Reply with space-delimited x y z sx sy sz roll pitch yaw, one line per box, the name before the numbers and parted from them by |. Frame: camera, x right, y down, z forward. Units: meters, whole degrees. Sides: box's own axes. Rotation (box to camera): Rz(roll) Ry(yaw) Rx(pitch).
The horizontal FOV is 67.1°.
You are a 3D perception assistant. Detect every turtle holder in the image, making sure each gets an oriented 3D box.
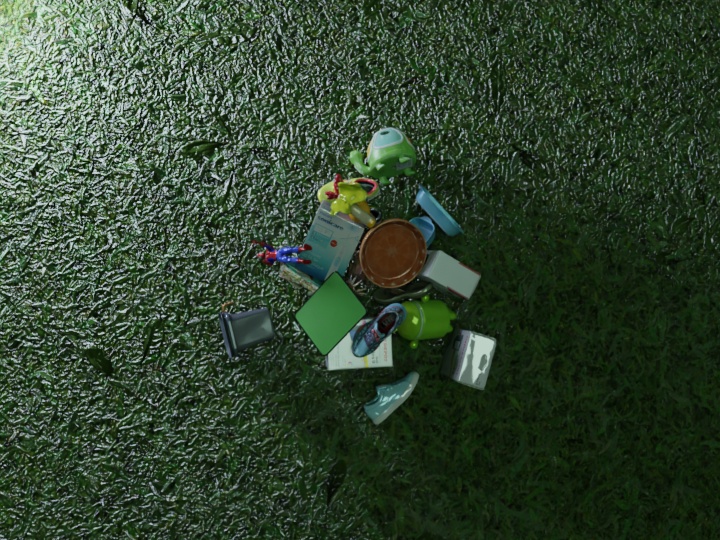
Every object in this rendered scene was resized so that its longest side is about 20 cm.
turtle holder | 0.074 -0.344 1.637 0.183 0.140 0.135 -24 70 29

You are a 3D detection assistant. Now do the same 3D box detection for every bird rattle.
bird rattle | -0.027 -0.176 1.513 0.162 0.200 0.113 39 91 -12

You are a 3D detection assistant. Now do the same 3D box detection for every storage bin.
storage bin | -0.323 0.154 1.533 0.132 0.200 0.149 -15 90 -19

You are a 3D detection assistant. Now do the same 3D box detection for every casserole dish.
casserole dish | 0.150 -0.075 1.645 0.201 0.121 0.039 -49 131 -7
casserole dish | 0.234 -0.176 1.648 0.039 0.121 0.200 -43 94 15

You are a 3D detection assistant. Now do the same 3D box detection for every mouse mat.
mouse mat | -0.088 0.125 1.563 0.200 0.007 0.162 -46 71 17

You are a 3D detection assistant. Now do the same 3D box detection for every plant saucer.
plant saucer | 0.091 -0.050 1.542 0.195 0.032 0.205 -5 112 -13

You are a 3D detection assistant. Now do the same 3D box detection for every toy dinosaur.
toy dinosaur | 0.000 0.000 1.593 0.084 0.136 0.204 18 106 5

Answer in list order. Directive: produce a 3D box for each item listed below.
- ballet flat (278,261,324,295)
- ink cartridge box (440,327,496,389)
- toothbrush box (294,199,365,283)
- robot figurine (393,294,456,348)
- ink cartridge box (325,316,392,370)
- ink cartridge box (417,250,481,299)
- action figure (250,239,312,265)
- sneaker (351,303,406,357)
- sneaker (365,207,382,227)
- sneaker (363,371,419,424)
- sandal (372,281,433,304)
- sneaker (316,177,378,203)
ballet flat | -0.158 0.035 1.623 0.198 0.076 0.065 32 115 -2
ink cartridge box | 0.314 0.254 1.598 0.086 0.200 0.149 16 87 -7
toothbrush box | -0.087 -0.078 1.580 0.144 0.086 0.203 25 111 -6
robot figurine | 0.187 0.146 1.619 0.196 0.116 0.179 -1 115 -29
ink cartridge box | -0.006 0.215 1.620 0.195 0.087 0.149 -1 88 -9
ink cartridge box | 0.244 0.010 1.601 0.144 0.200 0.084 28 87 -9
action figure | -0.241 -0.048 1.547 0.098 0.197 0.067 13 79 -49
sneaker | 0.042 0.169 1.523 0.079 0.095 0.200 44 101 6
sneaker | -0.025 -0.154 1.629 0.196 0.085 0.076 -18 90 -8
sneaker | 0.090 0.366 1.636 0.200 0.074 0.082 -45 97 -8
sandal | 0.123 0.050 1.610 0.058 0.198 0.080 62 37 -22
sneaker | -0.035 -0.243 1.628 0.195 0.090 0.080 -13 91 -7
